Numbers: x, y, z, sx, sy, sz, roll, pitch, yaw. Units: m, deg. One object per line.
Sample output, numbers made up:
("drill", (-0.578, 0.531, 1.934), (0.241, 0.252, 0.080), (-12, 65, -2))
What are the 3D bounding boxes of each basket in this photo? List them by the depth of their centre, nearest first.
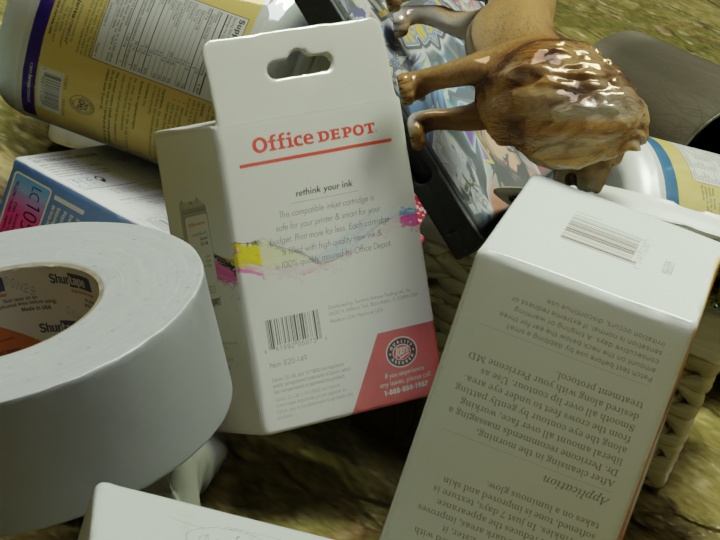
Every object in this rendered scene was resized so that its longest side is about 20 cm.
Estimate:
("basket", (0.129, 0.031, 1.513), (0.200, 0.124, 0.136), (22, 20, 10))
("basket", (0.262, -0.108, 2.001), (0.180, 0.136, 0.200), (0, 23, -31))

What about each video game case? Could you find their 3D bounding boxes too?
("video game case", (0.051, -0.115, 1.453), (0.181, 0.025, 0.200), (58, 28, -3))

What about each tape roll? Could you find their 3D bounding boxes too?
("tape roll", (-0.163, 0.048, 1.156), (0.200, 0.066, 0.200), (-9, 23, 4))

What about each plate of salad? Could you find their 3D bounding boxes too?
("plate of salad", (0.166, -0.007, 1.357), (0.200, 0.048, 0.200), (17, -2, 1))

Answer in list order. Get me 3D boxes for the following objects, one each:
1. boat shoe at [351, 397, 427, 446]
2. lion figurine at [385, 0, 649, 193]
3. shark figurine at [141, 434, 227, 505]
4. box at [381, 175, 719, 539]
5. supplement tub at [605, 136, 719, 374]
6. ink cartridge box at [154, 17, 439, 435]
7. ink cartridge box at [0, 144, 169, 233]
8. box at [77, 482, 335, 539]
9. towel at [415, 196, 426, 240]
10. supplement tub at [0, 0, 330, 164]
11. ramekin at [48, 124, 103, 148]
("boat shoe", (-0.001, 0.000, 1.398), (0.072, 0.201, 0.066), (-19, 14, 37))
("lion figurine", (0.079, -0.120, 1.321), (0.122, 0.073, 0.200), (-12, 46, 3))
("shark figurine", (-0.075, 0.110, 1.174), (0.128, 0.090, 0.214), (5, 22, -31))
("box", (0.090, 0.077, 1.215), (0.106, 0.200, 0.152), (20, 20, 7))
("supplement tub", (0.229, -0.006, 1.665), (0.200, 0.145, 0.145), (12, 20, -25))
("ink cartridge box", (-0.035, -0.024, 1.295), (0.116, 0.201, 0.067), (-11, 5, -33))
("ink cartridge box", (-0.098, 0.000, 1.454), (0.200, 0.077, 0.136), (26, 20, 25))
("box", (-0.026, 0.184, 0.986), (0.199, 0.107, 0.152), (16, 19, -9))
("towel", (0.075, -0.034, 1.787), (0.144, 0.023, 0.200), (23, 22, 5))
("supplement tub", (-0.100, -0.132, 1.483), (0.200, 0.146, 0.145), (20, 20, 5))
("ramekin", (-0.110, -0.134, 1.683), (0.200, 0.098, 0.200), (1, 8, 0))
